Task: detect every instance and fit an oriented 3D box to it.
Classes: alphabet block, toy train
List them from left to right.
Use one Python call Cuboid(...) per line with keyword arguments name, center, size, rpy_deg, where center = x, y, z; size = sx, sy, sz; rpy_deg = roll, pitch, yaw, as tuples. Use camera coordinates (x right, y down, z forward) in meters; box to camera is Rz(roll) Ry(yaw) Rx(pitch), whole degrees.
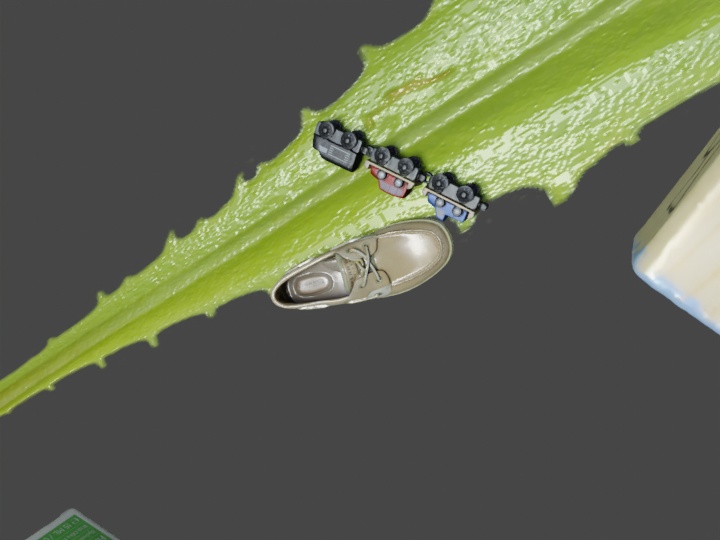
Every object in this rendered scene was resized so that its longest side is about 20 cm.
Cuboid(name="toy train", center=(0.037, -0.098, 0.817), size=(0.199, 0.034, 0.046), rpy_deg=(27, 110, 14))
Cuboid(name="alphabet block", center=(0.355, -0.037, 0.630), size=(0.196, 0.195, 0.201), rpy_deg=(36, 110, 9))

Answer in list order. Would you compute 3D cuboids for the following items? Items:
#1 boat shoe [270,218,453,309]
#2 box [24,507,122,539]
Cuboid(name="boat shoe", center=(0.000, 0.000, 0.828), size=(0.199, 0.065, 0.073), rpy_deg=(-16, 93, 21))
Cuboid(name="box", center=(-0.373, 0.443, 0.961), size=(0.171, 0.199, 0.201), rpy_deg=(28, 107, 13))
